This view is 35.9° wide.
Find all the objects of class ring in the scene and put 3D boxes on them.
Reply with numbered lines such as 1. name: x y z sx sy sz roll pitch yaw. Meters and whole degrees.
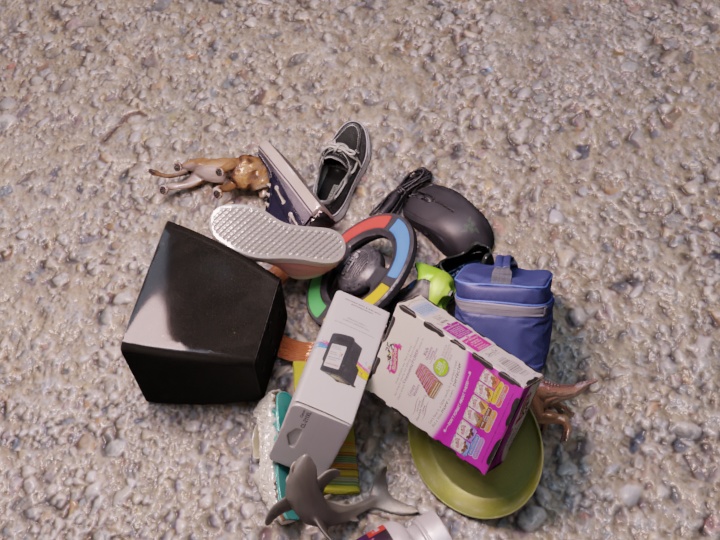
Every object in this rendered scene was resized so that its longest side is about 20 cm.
1. ring: -0.069 0.055 1.669 0.197 0.019 0.203 -4 55 6

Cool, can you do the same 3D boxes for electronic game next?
1. electronic game: 0.000 0.000 1.612 0.199 0.042 0.202 -29 38 25

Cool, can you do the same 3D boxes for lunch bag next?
1. lunch bag: 0.198 0.050 1.525 0.134 0.200 0.134 6 100 10

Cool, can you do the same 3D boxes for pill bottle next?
1. pill bottle: 0.023 0.382 1.376 0.198 0.112 0.112 -27 56 -11

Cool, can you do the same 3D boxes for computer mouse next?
1. computer mouse: 0.120 -0.086 1.718 0.199 0.053 0.138 35 66 27

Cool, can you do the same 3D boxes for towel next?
1. towel: -0.050 0.218 1.544 0.085 0.018 0.202 7 52 -18

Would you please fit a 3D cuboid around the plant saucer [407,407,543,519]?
1. plant saucer: 0.153 0.222 1.449 0.199 0.202 0.031 30 25 25

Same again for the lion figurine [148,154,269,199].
1. lion figurine: -0.233 -0.159 1.802 0.198 0.073 0.122 15 25 24

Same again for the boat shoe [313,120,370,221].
1. boat shoe: -0.035 -0.174 1.789 0.073 0.068 0.201 14 59 16

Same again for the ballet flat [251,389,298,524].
1. ballet flat: -0.117 0.260 1.517 0.071 0.072 0.202 -7 53 3

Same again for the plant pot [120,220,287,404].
1. plant pot: -0.206 0.078 1.564 0.175 0.200 0.202 11 63 7

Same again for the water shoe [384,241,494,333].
1. water shoe: 0.107 0.021 1.631 0.199 0.079 0.072 -31 57 -13

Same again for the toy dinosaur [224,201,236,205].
1. toy dinosaur: -0.205 -0.050 1.735 0.197 0.058 0.102 -6 56 4

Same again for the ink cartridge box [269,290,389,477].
1. ink cartridge box: -0.041 0.154 1.483 0.082 0.146 0.201 23 47 -2

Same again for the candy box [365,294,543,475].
1. candy box: 0.115 0.141 1.405 0.199 0.138 0.061 33 28 24

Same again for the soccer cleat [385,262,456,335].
1. soccer cleat: 0.063 0.085 1.575 0.080 0.067 0.202 29 89 22

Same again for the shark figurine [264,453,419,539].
1. shark figurine: -0.030 0.314 1.421 0.129 0.213 0.090 -51 48 13

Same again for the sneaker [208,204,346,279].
1. sneaker: -0.126 -0.034 1.602 0.197 0.105 0.076 13 72 -10

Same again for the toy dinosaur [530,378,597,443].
1. toy dinosaur: 0.210 0.169 1.475 0.136 0.199 0.086 54 42 -6

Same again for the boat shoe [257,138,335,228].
1. boat shoe: -0.127 -0.114 1.717 0.093 0.075 0.201 -42 54 5
